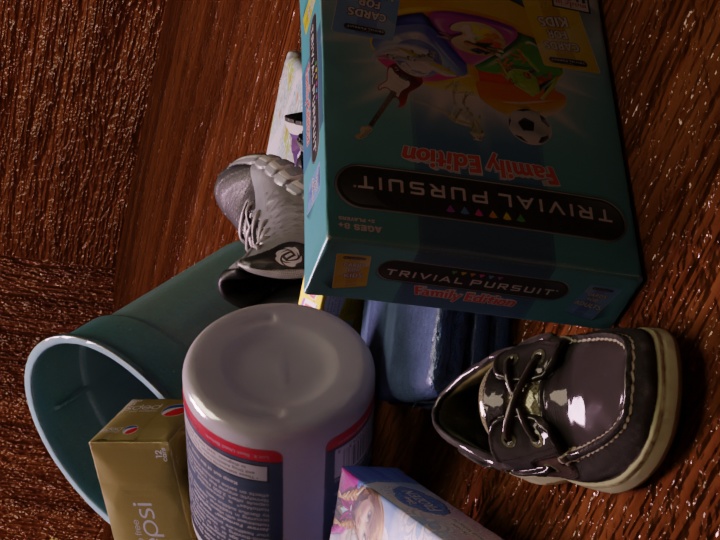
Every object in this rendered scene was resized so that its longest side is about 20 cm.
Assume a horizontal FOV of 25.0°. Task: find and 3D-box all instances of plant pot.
[{"bbox_3d":[-0.123,0.085,1.275,0.196,0.200,0.200,-40,-18,-38],"label":"plant pot"}]

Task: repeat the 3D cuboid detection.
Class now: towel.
[{"bbox_3d":[-0.053,-0.104,1.498,0.200,0.048,0.171,-123,44,-70],"label":"towel"},{"bbox_3d":[0.044,0.029,0.996,0.200,0.049,0.112,165,112,-77],"label":"towel"}]

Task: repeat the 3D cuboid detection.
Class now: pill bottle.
[{"bbox_3d":[-0.053,0.131,1.052,0.120,0.120,0.200,-98,8,-49],"label":"pill bottle"}]

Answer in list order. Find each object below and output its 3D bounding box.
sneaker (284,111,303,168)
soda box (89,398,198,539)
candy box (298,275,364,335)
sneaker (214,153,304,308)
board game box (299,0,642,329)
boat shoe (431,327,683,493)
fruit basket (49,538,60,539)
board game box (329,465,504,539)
[{"bbox_3d":[-0.014,-0.076,1.295,0.200,0.076,0.088,-121,25,-76],"label":"sneaker"},{"bbox_3d":[-0.126,0.192,1.137,0.068,0.064,0.200,-48,-49,-59],"label":"soda box"},{"bbox_3d":[0.000,0.000,1.107,0.026,0.102,0.200,27,118,30],"label":"candy box"},{"bbox_3d":[-0.074,-0.022,1.202,0.200,0.115,0.075,25,135,43],"label":"sneaker"},{"bbox_3d":[0.049,-0.074,0.795,0.047,0.151,0.200,114,158,-51],"label":"board game box"},{"bbox_3d":[0.085,0.067,0.751,0.200,0.065,0.073,136,140,-69],"label":"boat shoe"},{"bbox_3d":[-0.359,0.446,2.198,0.216,0.215,0.156,119,154,-59],"label":"fruit basket"},{"bbox_3d":[0.031,0.228,0.868,0.199,0.043,0.200,22,105,63],"label":"board game box"}]
